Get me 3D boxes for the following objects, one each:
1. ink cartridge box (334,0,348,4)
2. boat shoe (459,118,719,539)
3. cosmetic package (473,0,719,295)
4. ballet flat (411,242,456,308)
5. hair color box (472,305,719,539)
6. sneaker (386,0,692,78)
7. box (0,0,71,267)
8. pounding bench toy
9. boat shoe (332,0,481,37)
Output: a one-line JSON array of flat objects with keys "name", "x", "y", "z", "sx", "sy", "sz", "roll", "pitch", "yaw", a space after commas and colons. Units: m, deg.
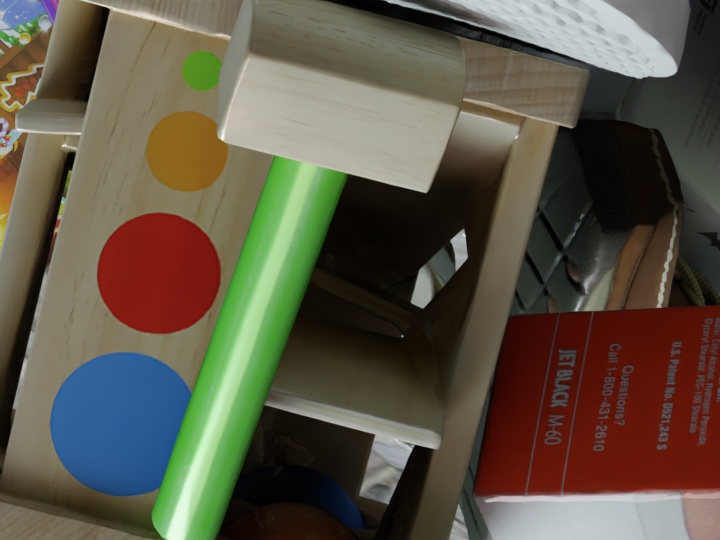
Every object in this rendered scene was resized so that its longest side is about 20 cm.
[{"name": "ink cartridge box", "x": -0.105, "y": -0.108, "z": 0.885, "sx": 0.200, "sy": 0.146, "sz": 0.084, "roll": 36, "pitch": 161, "yaw": -24}, {"name": "boat shoe", "x": 0.074, "y": 0.020, "z": 0.880, "sx": 0.074, "sy": 0.076, "sz": 0.200, "roll": -6, "pitch": 152, "yaw": -10}, {"name": "cosmetic package", "x": 0.112, "y": -0.022, "z": 0.929, "sx": 0.113, "sy": 0.081, "sz": 0.200, "roll": -1, "pitch": 146, "yaw": 48}, {"name": "ballet flat", "x": 0.000, "y": 0.000, "z": 0.873, "sx": 0.071, "sy": 0.071, "sz": 0.200, "roll": 21, "pitch": 169, "yaw": 15}, {"name": "hair color box", "x": 0.138, "y": 0.063, "z": 0.708, "sx": 0.199, "sy": 0.064, "sz": 0.111, "roll": -4, "pitch": 136, "yaw": 18}, {"name": "sneaker", "x": 0.047, "y": -0.103, "z": 0.637, "sx": 0.072, "sy": 0.115, "sz": 0.200, "roll": 19, "pitch": -174, "yaw": 0}, {"name": "box", "x": -0.143, "y": -0.079, "z": 0.789, "sx": 0.200, "sy": 0.137, "sz": 0.039, "roll": 45, "pitch": -172, "yaw": -26}, {"name": "pounding bench toy", "x": -0.029, "y": 0.013, "z": 0.679, "sx": 0.124, "sy": 0.156, "sz": 0.200, "roll": 14, "pitch": -175, "yaw": -3}, {"name": "boat shoe", "x": 0.045, "y": -0.103, "z": 0.804, "sx": 0.074, "sy": 0.065, "sz": 0.202, "roll": 37, "pitch": 145, "yaw": -27}]
